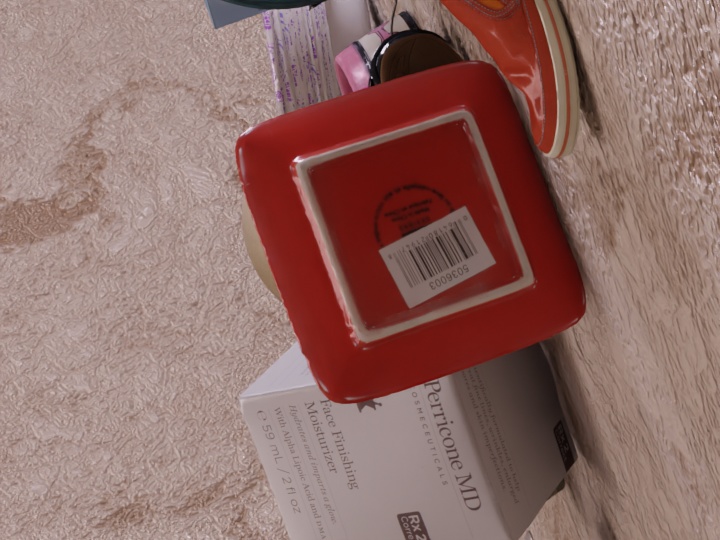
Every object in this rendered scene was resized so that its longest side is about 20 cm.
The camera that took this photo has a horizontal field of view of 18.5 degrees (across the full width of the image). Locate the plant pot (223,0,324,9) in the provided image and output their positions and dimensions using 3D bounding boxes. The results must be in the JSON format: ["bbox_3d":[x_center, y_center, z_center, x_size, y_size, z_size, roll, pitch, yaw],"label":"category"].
[{"bbox_3d":[-0.038,-0.282,1.343,0.201,0.200,0.188,70,162,4],"label":"plant pot"}]

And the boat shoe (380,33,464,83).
[{"bbox_3d":[0.071,-0.085,1.652,0.200,0.072,0.072,61,172,28],"label":"boat shoe"}]

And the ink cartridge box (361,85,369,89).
[{"bbox_3d":[-0.020,-0.054,1.784,0.037,0.094,0.200,48,-152,-45],"label":"ink cartridge box"}]

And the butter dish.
[{"bbox_3d":[0.024,-0.017,1.521,0.148,0.199,0.200,134,116,-73],"label":"butter dish"}]

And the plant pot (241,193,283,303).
[{"bbox_3d":[-0.017,-0.032,2.060,0.135,0.200,0.201,-83,-25,-72],"label":"plant pot"}]

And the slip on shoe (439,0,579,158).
[{"bbox_3d":[0.074,-0.156,1.246,0.074,0.061,0.201,-146,35,-81],"label":"slip on shoe"}]

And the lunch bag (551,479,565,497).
[{"bbox_3d":[0.059,0.170,2.028,0.200,0.164,0.118,27,145,46],"label":"lunch bag"}]

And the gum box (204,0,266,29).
[{"bbox_3d":[-0.049,-0.270,1.610,0.200,0.169,0.045,76,174,-65],"label":"gum box"}]

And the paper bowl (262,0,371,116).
[{"bbox_3d":[-0.039,-0.219,2.174,0.201,0.104,0.201,-9,-90,-89],"label":"paper bowl"}]

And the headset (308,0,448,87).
[{"bbox_3d":[0.027,-0.147,1.758,0.124,0.094,0.201,104,146,-84],"label":"headset"}]

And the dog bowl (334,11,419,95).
[{"bbox_3d":[0.039,-0.120,1.930,0.200,0.074,0.201,160,90,-87],"label":"dog bowl"}]

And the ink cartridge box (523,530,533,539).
[{"bbox_3d":[0.202,0.304,1.849,0.116,0.067,0.200,87,161,-78],"label":"ink cartridge box"}]

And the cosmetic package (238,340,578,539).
[{"bbox_3d":[0.042,0.128,1.802,0.165,0.200,0.165,-42,-64,-57],"label":"cosmetic package"}]
